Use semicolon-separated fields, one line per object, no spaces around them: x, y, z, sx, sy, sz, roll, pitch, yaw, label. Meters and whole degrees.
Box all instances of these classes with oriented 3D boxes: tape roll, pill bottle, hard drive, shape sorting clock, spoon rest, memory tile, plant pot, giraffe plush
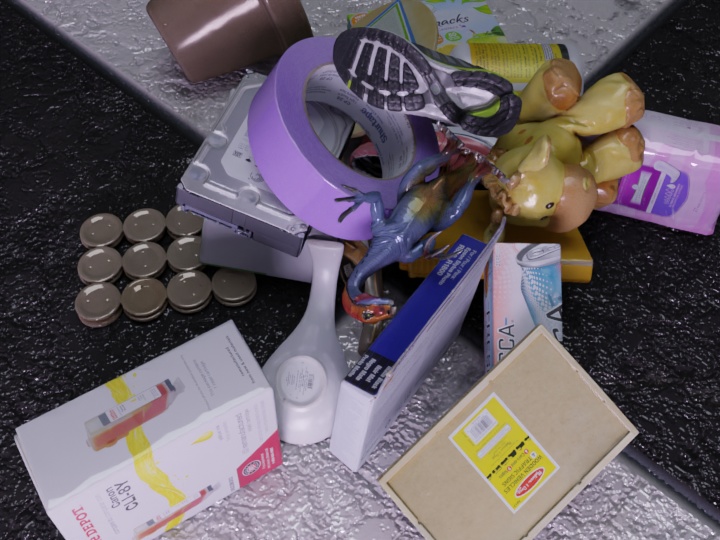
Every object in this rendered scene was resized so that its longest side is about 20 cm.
-0.014;-0.136;0.863;0.197;0.065;0.204;18;55;-27;tape roll
0.168;-0.224;1.053;0.195;0.114;0.114;1;51;-1;pill bottle
-0.093;-0.120;0.891;0.137;0.038;0.202;22;51;0;hard drive
0.016;-0.251;1.055;0.198;0.039;0.203;-27;44;29;shape sorting clock
-0.048;0.073;0.851;0.097;0.061;0.205;8;70;6;spoon rest
-0.216;-0.012;0.943;0.195;0.017;0.156;-7;52;-7;memory tile
-0.180;-0.340;1.113;0.173;0.201;0.202;-33;57;-2;plant pot
0.189;-0.106;0.863;0.195;0.176;0.163;1;34;17;giraffe plush

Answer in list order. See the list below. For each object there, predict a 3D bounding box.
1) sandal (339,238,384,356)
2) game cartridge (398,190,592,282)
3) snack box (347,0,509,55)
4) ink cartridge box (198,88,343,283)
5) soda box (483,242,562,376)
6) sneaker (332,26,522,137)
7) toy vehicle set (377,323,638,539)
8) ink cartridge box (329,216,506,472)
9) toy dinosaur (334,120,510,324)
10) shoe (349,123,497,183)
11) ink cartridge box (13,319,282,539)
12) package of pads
0.000;0.000;0.899;0.053;0.081;0.204;3;56;1;sandal
0.137;-0.040;0.923;0.195;0.033;0.177;0;28;1;game cartridge
0.092;-0.304;1.152;0.195;0.054;0.144;-12;52;-8;snack box
-0.095;-0.098;0.954;0.141;0.085;0.203;10;51;-8;ink cartridge box
0.151;0.079;0.792;0.067;0.064;0.205;1;81;0;soda box
0.065;-0.191;0.857;0.196;0.075;0.081;22;18;-3;sneaker
0.126;0.160;0.733;0.199;0.027;0.125;-42;84;-4;toy vehicle set
0.048;0.062;0.769;0.040;0.202;0.200;33;57;13;ink cartridge box
0.054;-0.032;0.774;0.105;0.199;0.183;41;100;19;toy dinosaur
0.086;-0.126;1.006;0.197;0.072;0.092;21;55;22;shoe
-0.173;0.154;0.731;0.197;0.147;0.084;-26;57;-20;ink cartridge box
0.327;-0.119;0.968;0.195;0.122;0.077;15;52;10;package of pads
